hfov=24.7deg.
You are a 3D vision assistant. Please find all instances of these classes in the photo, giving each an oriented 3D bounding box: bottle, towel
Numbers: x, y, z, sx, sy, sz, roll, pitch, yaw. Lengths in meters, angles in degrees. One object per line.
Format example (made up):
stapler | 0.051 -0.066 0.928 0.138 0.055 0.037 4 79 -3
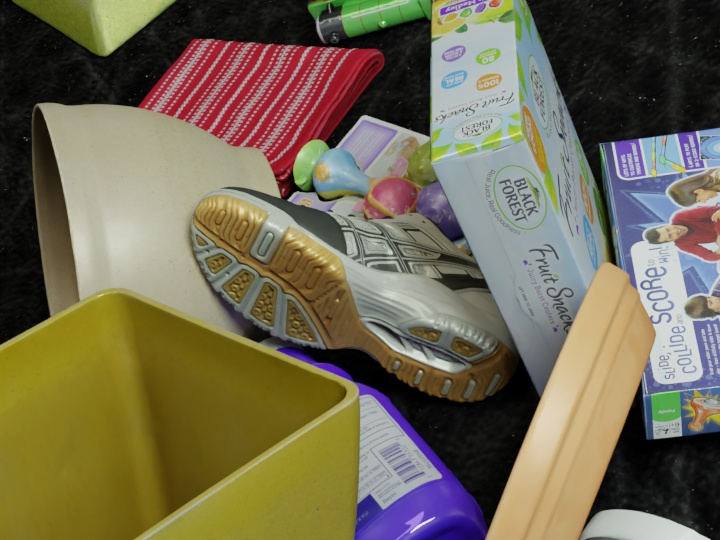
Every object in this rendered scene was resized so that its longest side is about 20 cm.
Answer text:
bottle | -0.009 0.105 0.888 0.083 0.065 0.200 -37 39 -7
towel | -0.091 -0.120 1.215 0.199 0.023 0.145 10 53 39

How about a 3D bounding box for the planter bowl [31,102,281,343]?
planter bowl | -0.118 -0.007 0.999 0.134 0.201 0.201 -8 36 -15

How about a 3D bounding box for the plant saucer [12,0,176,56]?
plant saucer | -0.204 -0.291 1.448 0.200 0.048 0.199 -41 40 -14

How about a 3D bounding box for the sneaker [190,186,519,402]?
sneaker | 0.000 0.000 0.931 0.076 0.199 0.088 -54 12 44

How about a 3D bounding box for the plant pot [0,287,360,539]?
plant pot | -0.121 0.149 0.798 0.199 0.178 0.199 -31 34 -35

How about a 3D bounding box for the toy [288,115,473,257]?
toy | 0.030 -0.049 1.042 0.199 0.047 0.115 20 62 44

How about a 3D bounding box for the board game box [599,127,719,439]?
board game box | 0.204 -0.003 0.869 0.134 0.035 0.201 -7 42 7

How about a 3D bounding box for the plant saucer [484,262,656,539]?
plant saucer | 0.091 0.095 0.754 0.037 0.201 0.201 21 56 10

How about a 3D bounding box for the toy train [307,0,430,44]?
toy train | 0.052 -0.209 1.208 0.199 0.042 0.057 -14 52 19

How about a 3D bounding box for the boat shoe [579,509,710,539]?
boat shoe | 0.161 0.169 0.709 0.064 0.071 0.199 -44 43 -19

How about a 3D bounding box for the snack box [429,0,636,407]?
snack box | 0.092 -0.036 0.868 0.053 0.201 0.143 -16 40 15
